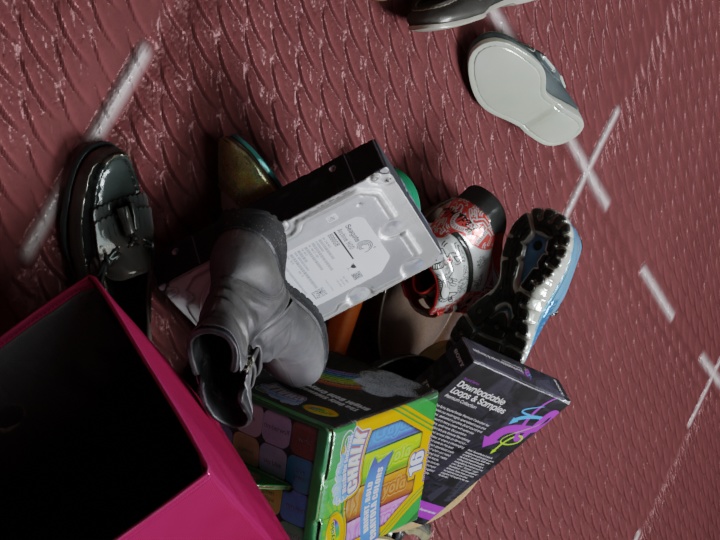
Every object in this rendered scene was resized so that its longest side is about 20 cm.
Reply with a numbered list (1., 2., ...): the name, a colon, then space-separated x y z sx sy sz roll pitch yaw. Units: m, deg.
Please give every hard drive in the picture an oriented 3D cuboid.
1. hard drive: -0.046 -0.009 1.104 0.200 0.038 0.140 -28 143 6

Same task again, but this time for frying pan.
1. frying pan: 0.045 0.134 1.300 0.115 0.031 0.190 -46 138 7

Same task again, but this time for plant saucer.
1. plant saucer: 0.067 0.019 1.391 0.200 0.034 0.201 -33 133 -44

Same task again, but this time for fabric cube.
1. fabric cube: -0.177 0.168 0.923 0.200 0.196 0.200 -35 140 -5

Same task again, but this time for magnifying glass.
1. magnifying glass: 0.000 0.000 1.258 0.022 0.080 0.201 -9 125 -53

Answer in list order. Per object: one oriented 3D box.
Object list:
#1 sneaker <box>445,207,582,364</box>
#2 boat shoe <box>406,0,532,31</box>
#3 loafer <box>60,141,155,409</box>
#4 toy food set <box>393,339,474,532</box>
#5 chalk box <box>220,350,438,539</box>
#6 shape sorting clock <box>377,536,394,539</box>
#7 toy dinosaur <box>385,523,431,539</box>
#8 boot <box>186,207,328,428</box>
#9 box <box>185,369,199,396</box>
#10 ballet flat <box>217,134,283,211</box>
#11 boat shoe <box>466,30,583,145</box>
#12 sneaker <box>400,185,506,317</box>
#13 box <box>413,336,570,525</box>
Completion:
1. sneaker: 0.155 0.042 1.314 0.090 0.078 0.200 16 107 -58
2. boat shoe: 0.099 -0.259 1.266 0.200 0.067 0.057 -30 115 -51
3. loafer: -0.171 0.007 1.012 0.072 0.063 0.201 -24 126 -47
4. toy food set: 0.045 0.170 1.370 0.197 0.049 0.201 -16 122 -20
5. chalk box: -0.047 0.154 1.135 0.200 0.125 0.124 -12 115 -52
6. shape sorting clock: -0.028 0.347 1.390 0.200 0.039 0.200 -26 138 -27
7. toy dinosaur: 0.039 0.271 1.480 0.088 0.047 0.200 -62 150 -23
8. boot: -0.081 0.062 1.025 0.200 0.070 0.132 67 28 -49
9. box: -0.114 0.190 1.210 0.193 0.047 0.201 30 82 -55
10. ballet flat: -0.074 -0.032 1.137 0.071 0.071 0.200 -59 146 -15
11. boat shoe: 0.160 -0.192 1.406 0.200 0.073 0.062 31 38 -50
12. sneaker: 0.092 0.018 1.343 0.108 0.067 0.202 -39 144 -21
13. box: 0.075 0.151 1.272 0.200 0.036 0.143 -42 136 23
